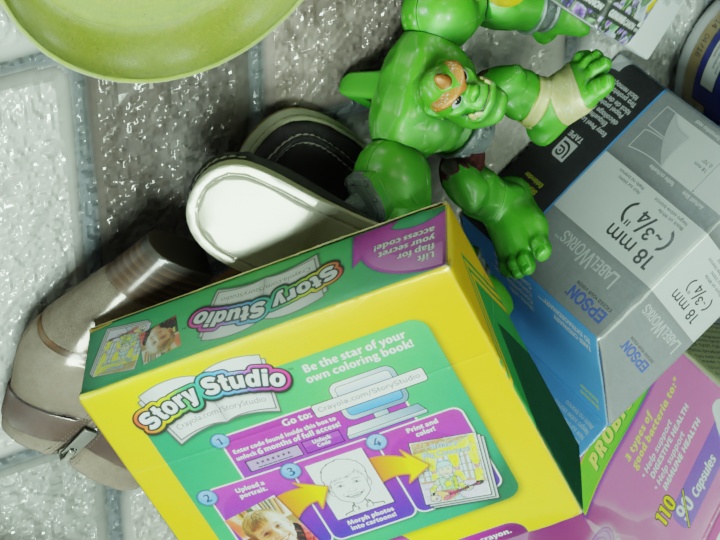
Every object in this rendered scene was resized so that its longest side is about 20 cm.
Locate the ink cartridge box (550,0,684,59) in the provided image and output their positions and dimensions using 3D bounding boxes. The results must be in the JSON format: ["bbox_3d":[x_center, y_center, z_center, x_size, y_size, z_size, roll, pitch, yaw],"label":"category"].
[{"bbox_3d":[0.167,-0.210,1.094,0.201,0.050,0.109,-58,161,9],"label":"ink cartridge box"}]

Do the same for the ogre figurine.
[{"bbox_3d":[0.056,-0.076,1.158,0.119,0.098,0.201,22,98,-31],"label":"ogre figurine"}]

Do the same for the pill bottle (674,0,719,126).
[{"bbox_3d":[0.279,-0.081,1.238,0.115,0.200,0.116,-17,127,-24],"label":"pill bottle"}]

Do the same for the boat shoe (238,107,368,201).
[{"bbox_3d":[0.005,-0.012,1.190,0.072,0.065,0.200,-40,133,-2],"label":"boat shoe"}]

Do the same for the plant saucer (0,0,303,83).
[{"bbox_3d":[-0.093,-0.186,1.031,0.199,0.031,0.201,-18,128,-25],"label":"plant saucer"}]

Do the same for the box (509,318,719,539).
[{"bbox_3d":[0.174,0.113,1.296,0.096,0.200,0.177,7,116,-36],"label":"box"}]

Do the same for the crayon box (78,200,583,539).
[{"bbox_3d":[-0.012,0.075,1.085,0.199,0.058,0.173,-19,124,16],"label":"crayon box"}]

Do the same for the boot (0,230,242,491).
[{"bbox_3d":[-0.086,0.061,1.158,0.199,0.070,0.146,26,119,-24],"label":"boot"}]

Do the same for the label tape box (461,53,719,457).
[{"bbox_3d":[0.130,-0.006,1.225,0.200,0.144,0.063,-46,134,0],"label":"label tape box"}]

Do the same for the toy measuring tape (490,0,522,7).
[{"bbox_3d":[0.048,-0.192,1.056,0.073,0.074,0.200,-37,148,-8],"label":"toy measuring tape"}]

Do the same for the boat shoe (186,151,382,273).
[{"bbox_3d":[0.000,0.000,1.119,0.199,0.063,0.073,32,102,-12],"label":"boat shoe"}]
